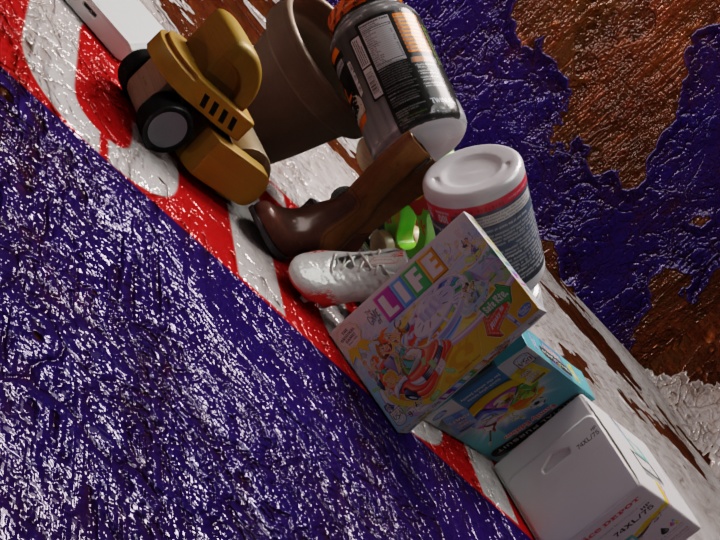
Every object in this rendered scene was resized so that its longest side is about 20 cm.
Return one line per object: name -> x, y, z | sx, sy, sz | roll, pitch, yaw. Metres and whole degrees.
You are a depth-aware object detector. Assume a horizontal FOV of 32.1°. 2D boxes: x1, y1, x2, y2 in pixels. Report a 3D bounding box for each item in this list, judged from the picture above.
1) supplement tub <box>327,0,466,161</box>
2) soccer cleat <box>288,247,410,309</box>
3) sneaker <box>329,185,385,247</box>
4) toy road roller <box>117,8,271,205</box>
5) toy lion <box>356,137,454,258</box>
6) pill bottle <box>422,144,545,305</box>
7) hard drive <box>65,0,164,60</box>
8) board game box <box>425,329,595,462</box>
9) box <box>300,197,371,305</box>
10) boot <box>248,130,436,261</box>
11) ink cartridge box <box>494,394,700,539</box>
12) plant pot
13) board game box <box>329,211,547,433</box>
supplement tub -> 0.038, -0.230, 1.488 | 0.122, 0.121, 0.202 | 25, 40, -63
soccer cleat -> 0.010, 0.004, 1.389 | 0.198, 0.085, 0.070 | 11, 55, -37
sneaker -> 0.022, -0.031, 1.742 | 0.201, 0.073, 0.080 | 53, -4, -8
toy road roller -> -0.152, -0.183, 1.344 | 0.199, 0.146, 0.124 | 38, 16, -44
toy lion -> 0.070, -0.111, 1.608 | 0.191, 0.068, 0.204 | -2, -83, 64
pill bottle -> 0.149, -0.030, 1.439 | 0.120, 0.118, 0.202 | -110, -178, -60
hard drive -> -0.297, -0.312, 1.510 | 0.132, 0.026, 0.200 | 49, 12, -4
board game box -> 0.174, 0.149, 1.497 | 0.199, 0.150, 0.047 | 35, 24, -49
box -> 0.000, 0.000, 1.609 | 0.201, 0.035, 0.110 | 53, 13, 17
boot -> -0.012, -0.082, 1.414 | 0.188, 0.199, 0.069 | 34, 24, -51
ink cartridge box -> 0.293, 0.280, 1.547 | 0.199, 0.146, 0.147 | 35, 19, -47
plant pot -> -0.086, -0.227, 1.604 | 0.200, 0.174, 0.202 | 40, 30, -30
board game box -> 0.080, 0.056, 1.324 | 0.135, 0.200, 0.034 | 52, 13, 21
